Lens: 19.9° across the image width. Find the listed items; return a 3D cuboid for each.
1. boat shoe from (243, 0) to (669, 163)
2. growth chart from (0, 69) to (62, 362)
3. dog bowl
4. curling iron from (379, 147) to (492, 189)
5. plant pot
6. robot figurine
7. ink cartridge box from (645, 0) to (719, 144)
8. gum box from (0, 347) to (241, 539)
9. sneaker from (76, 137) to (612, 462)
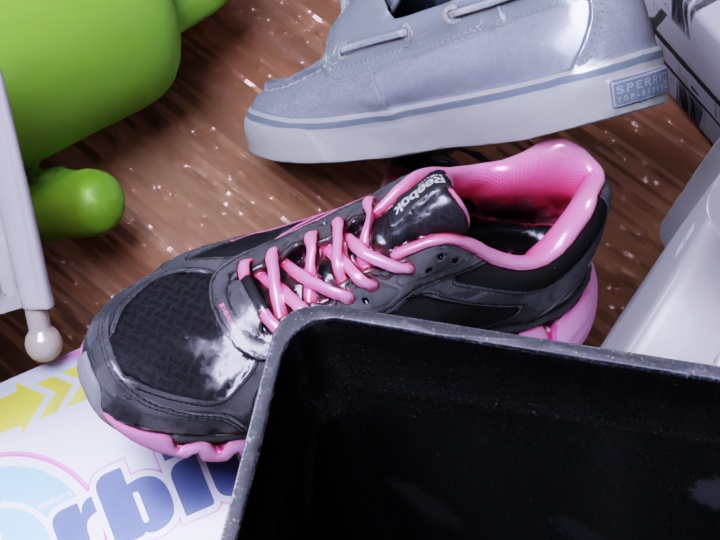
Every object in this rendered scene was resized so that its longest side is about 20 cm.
[{"bbox_3d":[0.028,-0.082,0.758,0.070,0.200,0.072,-16,98,-42],"label":"boat shoe"},{"bbox_3d":[-0.203,-0.031,0.733,0.198,0.146,0.018,5,22,15],"label":"growth chart"},{"bbox_3d":[0.108,0.030,0.684,0.058,0.200,0.201,33,72,3],"label":"dog bowl"},{"bbox_3d":[0.011,0.022,0.753,0.049,0.026,0.201,8,47,17],"label":"curling iron"},{"bbox_3d":[0.061,0.150,0.561,0.198,0.178,0.201,8,61,10],"label":"plant pot"},{"bbox_3d":[-0.151,-0.095,0.796,0.199,0.177,0.115,-28,24,-23],"label":"robot figurine"},{"bbox_3d":[0.186,-0.115,0.796,0.146,0.084,0.200,-33,66,-10],"label":"ink cartridge box"},{"bbox_3d":[-0.124,0.108,0.739,0.199,0.066,0.114,-23,66,-5],"label":"gum box"},{"bbox_3d":[0.000,0.000,0.694,0.199,0.096,0.079,-16,64,-23],"label":"sneaker"}]
